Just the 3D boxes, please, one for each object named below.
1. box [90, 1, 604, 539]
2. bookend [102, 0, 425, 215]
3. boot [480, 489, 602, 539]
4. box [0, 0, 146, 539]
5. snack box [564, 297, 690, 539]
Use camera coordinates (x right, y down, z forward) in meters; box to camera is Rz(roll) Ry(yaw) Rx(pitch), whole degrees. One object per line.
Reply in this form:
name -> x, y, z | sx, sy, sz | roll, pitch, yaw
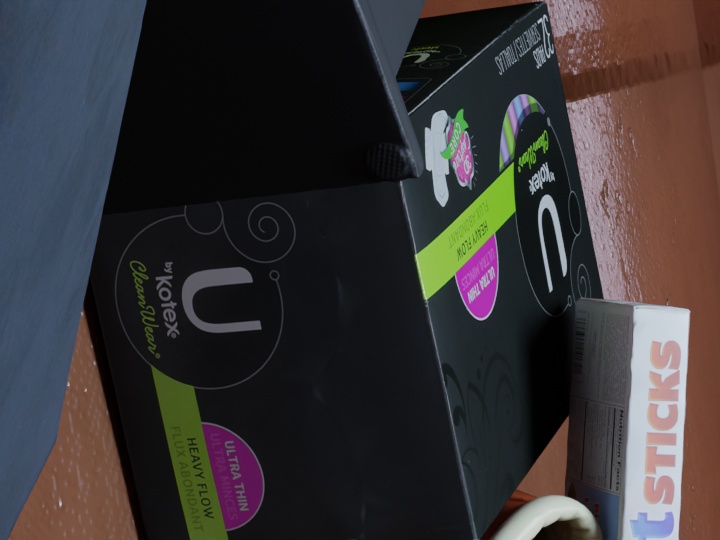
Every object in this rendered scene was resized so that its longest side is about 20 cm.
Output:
box -> 0.000, 0.000, 1.045 | 0.200, 0.124, 0.149 | -46, 126, -64
bookend -> -0.067, -0.108, 0.803 | 0.199, 0.199, 0.092 | -68, 146, -48
boot -> 0.004, 0.147, 0.988 | 0.075, 0.107, 0.200 | 52, 59, -26
box -> -0.147, -0.030, 0.490 | 0.124, 0.196, 0.200 | -67, 175, -49
snack box -> 0.091, 0.111, 1.026 | 0.072, 0.024, 0.201 | -173, -94, -77
